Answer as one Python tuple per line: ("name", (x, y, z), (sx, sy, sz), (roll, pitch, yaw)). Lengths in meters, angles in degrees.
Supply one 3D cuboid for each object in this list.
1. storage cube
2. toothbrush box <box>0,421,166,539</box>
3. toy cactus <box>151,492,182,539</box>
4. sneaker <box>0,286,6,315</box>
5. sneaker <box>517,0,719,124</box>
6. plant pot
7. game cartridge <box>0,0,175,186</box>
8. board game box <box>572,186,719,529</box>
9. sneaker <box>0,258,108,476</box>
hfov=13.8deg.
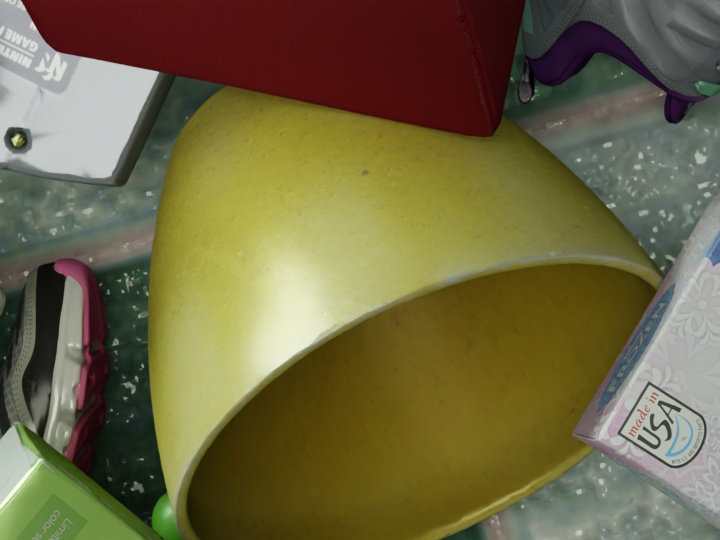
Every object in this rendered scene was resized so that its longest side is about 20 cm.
("storage cube", (-0.022, -0.166, 1.003), (0.199, 0.180, 0.172), (12, 73, 11))
("toothbrush box", (-0.091, 0.176, 1.077), (0.200, 0.086, 0.146), (40, 87, -13))
("toy cactus", (-0.042, 0.184, 1.176), (0.164, 0.102, 0.201), (1, 90, -9))
("sneaker", (-0.175, 0.043, 1.126), (0.099, 0.078, 0.201), (-19, 88, -3))
("sneaker", (0.154, -0.099, 1.136), (0.199, 0.074, 0.088), (5, 104, 21))
("plant pot", (0.000, 0.000, 1.114), (0.200, 0.200, 0.142), (-31, 62, 10))
("game cartridge", (-0.158, -0.117, 1.132), (0.199, 0.041, 0.134), (27, 93, 6))
("board game box", (0.210, 0.026, 1.054), (0.199, 0.043, 0.200), (32, 85, -6))
("sneaker", (-0.157, 0.087, 1.189), (0.087, 0.074, 0.201), (16, 100, 3))
